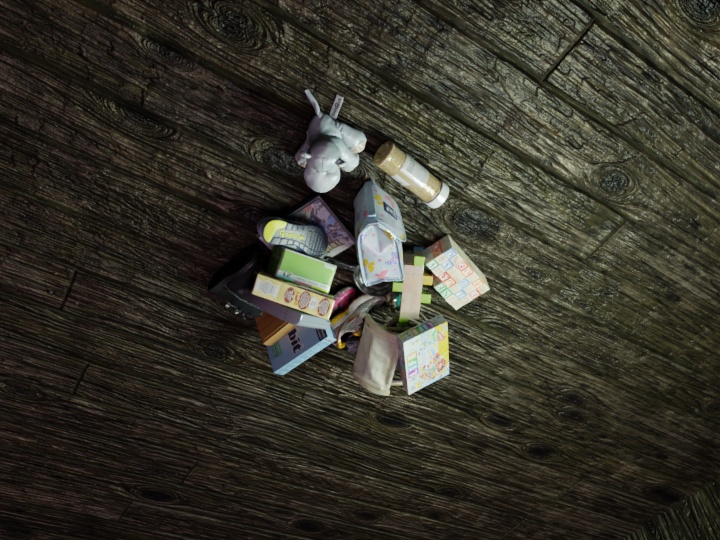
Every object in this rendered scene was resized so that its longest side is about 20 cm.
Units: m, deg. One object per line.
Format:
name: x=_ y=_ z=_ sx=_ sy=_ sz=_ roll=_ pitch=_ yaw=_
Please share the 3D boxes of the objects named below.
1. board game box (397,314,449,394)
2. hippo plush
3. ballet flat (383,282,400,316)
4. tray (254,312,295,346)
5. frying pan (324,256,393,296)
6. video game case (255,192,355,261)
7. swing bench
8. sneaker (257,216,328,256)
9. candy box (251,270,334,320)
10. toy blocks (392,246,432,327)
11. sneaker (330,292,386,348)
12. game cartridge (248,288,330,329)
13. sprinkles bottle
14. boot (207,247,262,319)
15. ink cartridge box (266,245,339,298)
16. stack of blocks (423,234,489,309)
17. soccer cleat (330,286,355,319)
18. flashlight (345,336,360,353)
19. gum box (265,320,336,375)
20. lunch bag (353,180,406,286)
board game box: x=0.168 y=0.223 z=1.679 sx=0.133 sy=0.034 sz=0.202 roll=-24 pitch=131 yaw=-17
hippo plush: x=-0.060 y=-0.260 z=1.407 sx=0.157 sy=0.162 sz=0.201 roll=6 pitch=130 yaw=-12
ballet flat: x=0.084 y=0.051 z=1.766 sx=0.063 sy=0.076 sz=0.202 roll=7 pitch=132 yaw=29
tray: x=-0.199 y=0.107 z=1.731 sx=0.199 sy=0.099 sz=0.037 roll=-38 pitch=145 yaw=18
frying pan: x=0.002 y=0.014 z=1.687 sx=0.188 sy=0.031 sz=0.116 roll=7 pitch=126 yaw=14
video game case: x=-0.136 y=-0.087 z=1.636 sx=0.199 sy=0.026 sz=0.181 roll=-29 pitch=128 yaw=17
swing bench: x=0.097 y=0.219 z=1.739 sx=0.198 sy=0.130 sz=0.201 roll=-10 pitch=127 yaw=-34
sneaker: x=-0.166 y=-0.089 z=1.572 sx=0.199 sy=0.082 sz=0.075 roll=18 pitch=92 yaw=-40
candy box: x=-0.166 y=0.059 z=1.588 sx=0.198 sy=0.115 sz=0.056 roll=20 pitch=93 yaw=-6
toy blocks: x=0.134 y=0.028 z=1.679 sx=0.099 sy=0.137 sz=0.202 roll=5 pitch=115 yaw=2
sneaker: x=-0.004 y=0.136 z=1.745 sx=0.200 sy=0.082 sz=0.078 roll=-41 pitch=152 yaw=10
game cartridge: x=-0.187 y=0.098 z=1.618 sx=0.132 sy=0.199 sz=0.042 roll=10 pitch=100 yaw=-50
sprinkles bottle: x=0.123 y=-0.227 z=1.522 sx=0.199 sy=0.069 sz=0.068 roll=33 pitch=120 yaw=-29
boot: x=-0.290 y=0.040 z=1.694 sx=0.198 sy=0.074 sz=0.162 roll=-36 pitch=126 yaw=25
ink cartridge box: x=-0.130 y=0.002 z=1.559 sx=0.146 sy=0.200 sz=0.077 roll=19 pitch=91 yaw=-23
stack of blocks: x=0.250 y=0.008 z=1.744 sx=0.115 sy=0.059 sz=0.200 roll=-33 pitch=127 yaw=20
soccer cleat: x=-0.101 y=0.106 z=1.779 sx=0.200 sy=0.086 sz=0.070 roll=-47 pitch=152 yaw=4
flashlight: x=0.058 y=0.206 z=1.890 sx=0.197 sy=0.068 sz=0.069 roll=-11 pitch=106 yaw=7
gum box: x=-0.175 y=0.161 z=1.746 sx=0.199 sy=0.171 sz=0.044 roll=-34 pitch=148 yaw=21
lunch bag: x=0.044 y=-0.093 z=1.558 sx=0.125 sy=0.171 sz=0.201 roll=-10 pitch=130 yaw=3
